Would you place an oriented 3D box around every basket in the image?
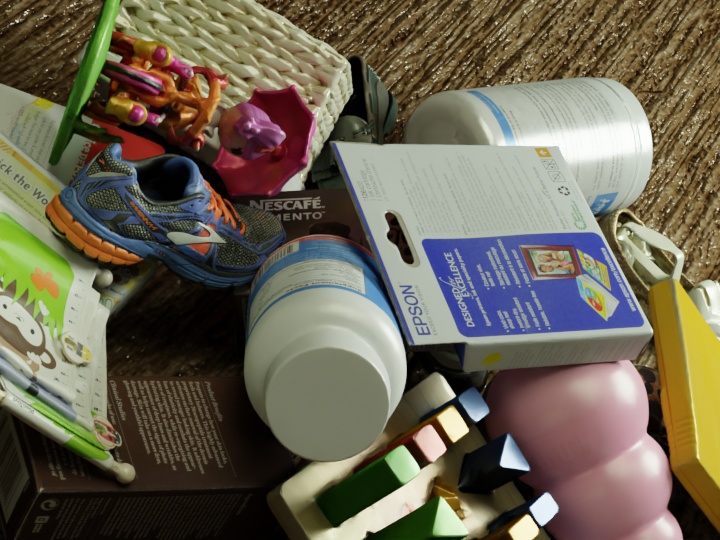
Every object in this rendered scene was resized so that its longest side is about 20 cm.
[{"bbox_3d":[-0.112,-0.156,1.494,0.200,0.136,0.124,33,84,5],"label":"basket"}]

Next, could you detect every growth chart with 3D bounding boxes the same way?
[{"bbox_3d":[-0.210,0.035,1.190,0.145,0.018,0.201,35,31,-38],"label":"growth chart"}]

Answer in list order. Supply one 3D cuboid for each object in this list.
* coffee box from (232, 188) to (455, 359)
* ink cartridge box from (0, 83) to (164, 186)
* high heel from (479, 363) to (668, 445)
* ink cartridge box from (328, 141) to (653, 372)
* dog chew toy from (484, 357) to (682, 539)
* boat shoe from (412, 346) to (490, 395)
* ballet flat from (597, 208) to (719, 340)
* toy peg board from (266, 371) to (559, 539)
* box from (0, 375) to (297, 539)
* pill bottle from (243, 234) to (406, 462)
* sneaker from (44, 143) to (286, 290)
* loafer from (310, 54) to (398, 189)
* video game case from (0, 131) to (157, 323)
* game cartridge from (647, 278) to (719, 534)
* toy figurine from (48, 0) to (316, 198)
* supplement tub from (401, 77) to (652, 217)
[{"bbox_3d":[0.000,0.000,1.413,0.199,0.080,0.113,-2,46,0],"label":"coffee box"},{"bbox_3d":[-0.263,-0.076,1.408,0.199,0.067,0.116,20,41,-9],"label":"ink cartridge box"},{"bbox_3d":[0.189,0.132,1.470,0.200,0.071,0.143,39,66,-12],"label":"high heel"},{"bbox_3d":[0.089,-0.013,1.335,0.199,0.047,0.198,-3,50,-23],"label":"ink cartridge box"},{"bbox_3d":[0.176,0.152,1.360,0.124,0.124,0.201,-25,89,-44],"label":"dog chew toy"},{"bbox_3d":[0.049,0.021,1.489,0.071,0.061,0.202,-18,48,-12],"label":"boat shoe"},{"bbox_3d":[0.279,0.020,1.613,0.200,0.065,0.070,44,42,18],"label":"ballet flat"},{"bbox_3d":[0.074,0.179,1.252,0.199,0.098,0.200,-32,88,-47],"label":"toy peg board"},{"bbox_3d":[-0.150,0.129,1.238,0.199,0.075,0.100,2,47,-31],"label":"box"},{"bbox_3d":[-0.025,0.056,1.255,0.112,0.113,0.200,20,18,-9],"label":"pill bottle"},{"bbox_3d":[-0.125,-0.040,1.302,0.200,0.079,0.075,9,35,-46],"label":"sneaker"},{"bbox_3d":[-0.013,-0.118,1.582,0.072,0.063,0.200,-15,30,18],"label":"loafer"},{"bbox_3d":[-0.278,-0.004,1.295,0.200,0.023,0.182,39,65,8],"label":"video game case"},{"bbox_3d":[0.286,0.132,1.454,0.176,0.032,0.200,50,29,-33],"label":"game cartridge"},{"bbox_3d":[-0.119,-0.120,1.339,0.183,0.151,0.200,19,-3,-11],"label":"toy figurine"},{"bbox_3d":[0.148,-0.102,1.619,0.199,0.132,0.132,-9,52,-35],"label":"supplement tub"}]
